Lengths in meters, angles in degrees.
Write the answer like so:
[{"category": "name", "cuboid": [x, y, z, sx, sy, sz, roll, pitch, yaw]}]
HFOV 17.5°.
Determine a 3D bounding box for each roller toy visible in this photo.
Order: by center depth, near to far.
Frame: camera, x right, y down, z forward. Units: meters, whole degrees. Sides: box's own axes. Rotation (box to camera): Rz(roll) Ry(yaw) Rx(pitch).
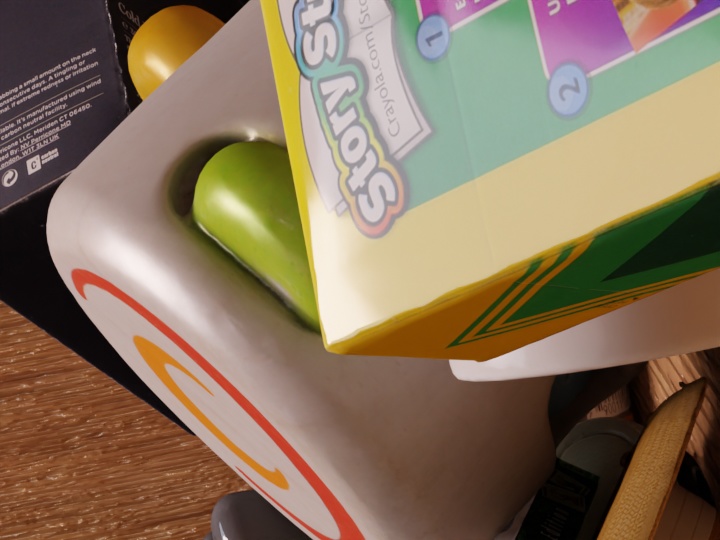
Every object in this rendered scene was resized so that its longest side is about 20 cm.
[{"category": "roller toy", "cuboid": [0.000, 0.000, 0.781, 0.183, 0.140, 0.200, 51, 165, -27]}]

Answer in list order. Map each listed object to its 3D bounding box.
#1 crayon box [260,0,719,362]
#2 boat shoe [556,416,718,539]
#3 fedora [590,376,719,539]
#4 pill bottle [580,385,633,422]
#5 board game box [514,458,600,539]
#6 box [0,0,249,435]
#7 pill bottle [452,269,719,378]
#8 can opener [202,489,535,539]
[{"category": "crayon box", "cuboid": [0.049, -0.101, 0.488, 0.172, 0.058, 0.201, -24, 70, 43]}, {"category": "boat shoe", "cuboid": [0.114, 0.153, 0.844, 0.066, 0.074, 0.201, 7, -115, -57]}, {"category": "fedora", "cuboid": [0.091, 0.129, 0.705, 0.201, 0.081, 0.202, 24, -90, -83]}, {"category": "pill bottle", "cuboid": [0.048, -0.004, 1.002, 0.116, 0.116, 0.201, -161, 61, -85]}, {"category": "board game box", "cuboid": [0.034, 0.139, 0.748, 0.200, 0.023, 0.105, -46, -22, -70]}, {"category": "box", "cuboid": [-0.098, -0.058, 1.032, 0.200, 0.104, 0.183, 42, -152, -49]}, {"category": "pill bottle", "cuboid": [0.054, -0.078, 0.630, 0.116, 0.116, 0.201, 179, 82, -86]}, {"category": "can opener", "cuboid": [0.040, 0.101, 0.877, 0.053, 0.199, 0.067, 112, 149, -49]}]
